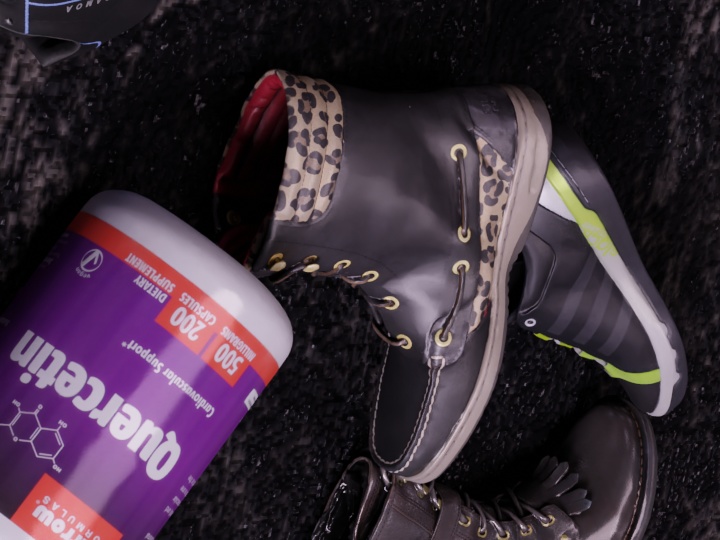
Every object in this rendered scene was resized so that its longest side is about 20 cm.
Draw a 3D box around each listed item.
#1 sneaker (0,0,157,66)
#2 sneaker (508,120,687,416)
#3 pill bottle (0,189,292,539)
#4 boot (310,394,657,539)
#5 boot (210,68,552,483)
[{"bbox_3d":[-0.128,-0.136,1.035,0.078,0.070,0.200,-39,158,0],"label":"sneaker"},{"bbox_3d":[0.103,0.007,1.364,0.082,0.072,0.201,-31,125,-3],"label":"sneaker"},{"bbox_3d":[-0.125,0.072,1.140,0.201,0.112,0.112,-54,134,-10],"label":"pill bottle"},{"bbox_3d":[0.058,0.130,1.366,0.174,0.069,0.201,34,83,-42],"label":"boot"},{"bbox_3d":[0.000,0.000,1.241,0.150,0.073,0.201,7,109,-34],"label":"boot"}]
